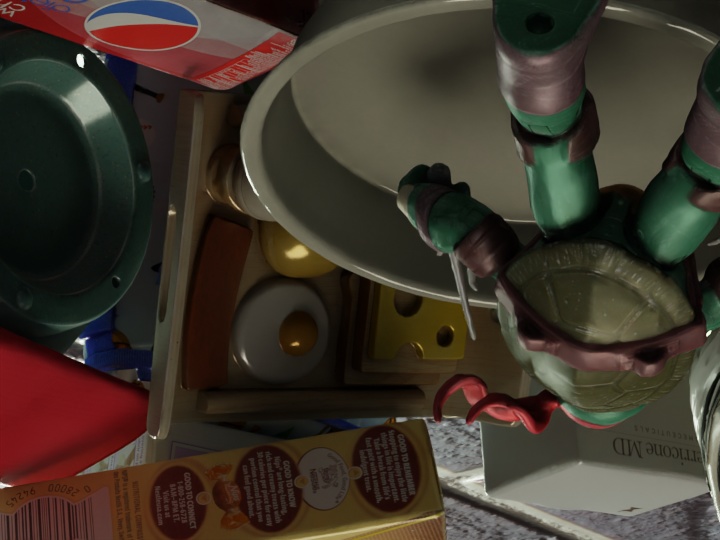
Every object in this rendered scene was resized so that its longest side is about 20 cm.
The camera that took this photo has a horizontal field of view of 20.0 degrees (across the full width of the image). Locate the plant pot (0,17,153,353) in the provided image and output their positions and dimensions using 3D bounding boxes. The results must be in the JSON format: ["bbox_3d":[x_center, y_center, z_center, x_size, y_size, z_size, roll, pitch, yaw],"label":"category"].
[{"bbox_3d":[-0.171,-0.030,0.829,0.134,0.201,0.200,-6,161,35],"label":"plant pot"}]

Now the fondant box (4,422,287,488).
[{"bbox_3d":[-0.084,0.126,1.033,0.144,0.058,0.200,15,159,-26],"label":"fondant box"}]

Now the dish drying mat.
[{"bbox_3d":[-0.144,0.054,0.808,0.077,0.018,0.200,-28,161,9],"label":"dish drying mat"}]

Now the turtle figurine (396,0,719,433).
[{"bbox_3d":[0.084,-0.009,0.656,0.149,0.101,0.200,4,144,3],"label":"turtle figurine"}]

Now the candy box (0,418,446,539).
[{"bbox_3d":[-0.061,0.134,0.899,0.200,0.055,0.116,-9,140,-2],"label":"candy box"}]

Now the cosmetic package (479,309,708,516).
[{"bbox_3d":[0.112,0.015,1.019,0.101,0.200,0.071,12,155,-36],"label":"cosmetic package"}]

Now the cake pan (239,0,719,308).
[{"bbox_3d":[0.058,-0.049,0.719,0.200,0.037,0.200,4,150,2],"label":"cake pan"}]

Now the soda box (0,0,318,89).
[{"bbox_3d":[-0.108,-0.133,0.780,0.200,0.070,0.063,16,152,-42],"label":"soda box"}]

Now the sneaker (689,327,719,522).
[{"bbox_3d":[0.179,0.026,0.763,0.076,0.088,0.200,8,137,-2],"label":"sneaker"}]

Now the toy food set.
[{"bbox_3d":[0.000,0.000,0.885,0.200,0.144,0.060,2,-173,-36],"label":"toy food set"}]

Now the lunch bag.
[{"bbox_3d":[-0.060,-0.003,0.986,0.124,0.170,0.200,-10,157,28],"label":"lunch bag"}]

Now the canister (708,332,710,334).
[{"bbox_3d":[0.255,-0.023,1.053,0.148,0.087,0.200,-29,174,-29],"label":"canister"}]
